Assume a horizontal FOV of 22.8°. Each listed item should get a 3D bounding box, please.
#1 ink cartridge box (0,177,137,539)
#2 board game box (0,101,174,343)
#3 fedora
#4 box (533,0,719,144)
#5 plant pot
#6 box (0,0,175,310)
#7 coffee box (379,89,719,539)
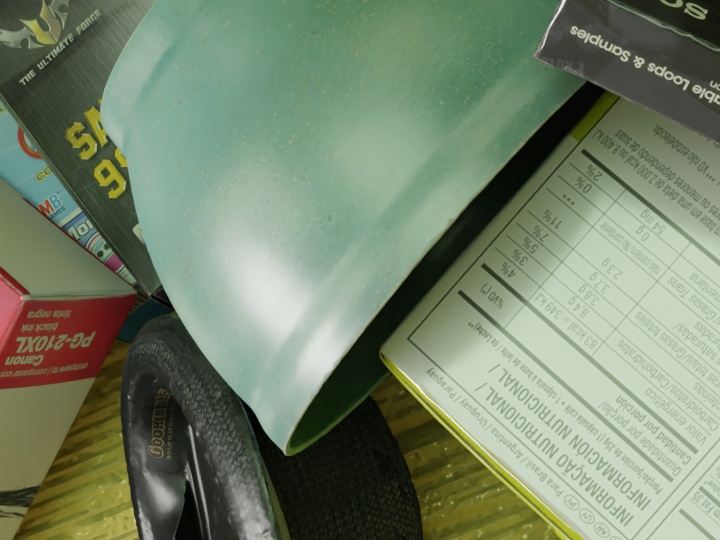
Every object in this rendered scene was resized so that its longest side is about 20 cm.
[{"bbox_3d":[-0.212,0.054,0.797,0.145,0.084,0.201,37,108,23],"label":"ink cartridge box"},{"bbox_3d":[-0.091,-0.104,0.842,0.200,0.056,0.196,-36,71,6],"label":"board game box"},{"bbox_3d":[-0.030,0.108,0.742,0.091,0.201,0.201,-16,71,-22],"label":"fedora"},{"bbox_3d":[0.152,-0.102,0.571,0.142,0.036,0.200,26,48,4],"label":"box"},{"bbox_3d":[-0.007,-0.053,0.643,0.134,0.200,0.200,42,92,7],"label":"plant pot"},{"bbox_3d":[-0.054,-0.106,0.776,0.200,0.048,0.159,-40,71,4],"label":"box"},{"bbox_3d":[0.158,0.038,0.661,0.200,0.200,0.198,41,91,19],"label":"coffee box"}]
